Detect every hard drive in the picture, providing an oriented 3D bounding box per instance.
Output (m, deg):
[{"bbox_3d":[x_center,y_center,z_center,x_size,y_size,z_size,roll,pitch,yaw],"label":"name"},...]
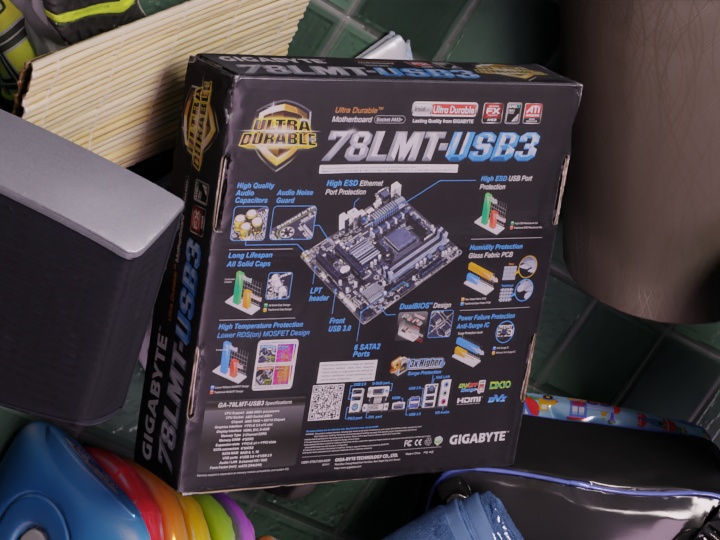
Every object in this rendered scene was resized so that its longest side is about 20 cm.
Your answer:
[{"bbox_3d":[-0.186,-0.013,1.180,0.200,0.042,0.135,23,125,4],"label":"hard drive"}]

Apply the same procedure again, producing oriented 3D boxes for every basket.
[{"bbox_3d":[0.171,-0.085,1.396,0.180,0.136,0.200,-10,125,-25],"label":"basket"}]

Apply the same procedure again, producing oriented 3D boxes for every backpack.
[{"bbox_3d":[0.110,0.184,1.483,0.182,0.135,0.201,6,112,-2],"label":"backpack"}]

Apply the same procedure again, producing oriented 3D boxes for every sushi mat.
[{"bbox_3d":[-0.092,-0.085,1.244,0.200,0.012,0.096,-28,147,-45],"label":"sushi mat"}]

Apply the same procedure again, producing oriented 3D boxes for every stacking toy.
[{"bbox_3d":[-0.096,0.149,1.397,0.200,0.116,0.110,10,114,-48],"label":"stacking toy"}]

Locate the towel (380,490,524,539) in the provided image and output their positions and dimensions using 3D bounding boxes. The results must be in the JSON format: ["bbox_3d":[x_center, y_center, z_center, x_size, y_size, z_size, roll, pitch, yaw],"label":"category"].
[{"bbox_3d":[0.008,0.201,1.391,0.200,0.049,0.112,-30,105,11],"label":"towel"}]

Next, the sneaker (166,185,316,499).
[{"bbox_3d":[-0.062,0.021,1.323,0.114,0.076,0.200,-8,117,-26],"label":"sneaker"}]

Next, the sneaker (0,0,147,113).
[{"bbox_3d":[-0.139,-0.115,1.227,0.075,0.076,0.200,-39,152,-32],"label":"sneaker"}]

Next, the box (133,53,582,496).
[{"bbox_3d":[0.000,0.000,1.279,0.200,0.050,0.199,-2,108,-34],"label":"box"}]

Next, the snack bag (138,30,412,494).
[{"bbox_3d":[-0.027,0.000,1.391,0.200,0.021,0.189,-33,129,-11],"label":"snack bag"}]
